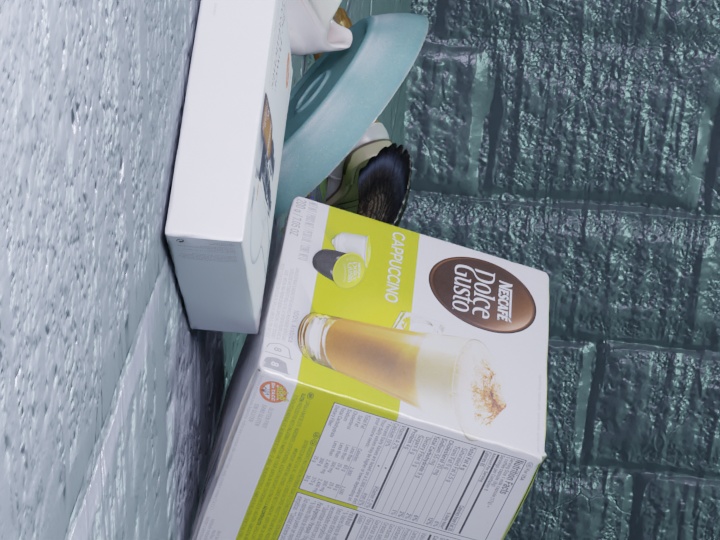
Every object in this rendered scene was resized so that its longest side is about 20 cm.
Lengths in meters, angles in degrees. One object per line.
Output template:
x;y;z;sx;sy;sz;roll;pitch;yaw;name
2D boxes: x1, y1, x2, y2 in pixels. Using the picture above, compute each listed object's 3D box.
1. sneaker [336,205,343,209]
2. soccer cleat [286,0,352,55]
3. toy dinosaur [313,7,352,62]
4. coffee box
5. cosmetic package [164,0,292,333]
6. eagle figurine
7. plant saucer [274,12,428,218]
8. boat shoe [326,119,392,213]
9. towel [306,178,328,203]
-0.005;-0.016;1.915;0.200;0.071;0.098;-24;116;-87;sneaker
-0.040;-0.240;1.387;0.200;0.077;0.069;90;6;-48;soccer cleat
-0.021;-0.223;1.839;0.200;0.060;0.107;22;72;-86;toy dinosaur
0.009;0.104;1.330;0.200;0.197;0.200;-81;-170;-53;coffee box
-0.080;-0.080;1.214;0.151;0.051;0.201;93;3;-67;cosmetic package
-0.005;-0.006;1.719;0.151;0.200;0.152;58;-34;-2;eagle figurine
-0.025;-0.128;1.471;0.200;0.036;0.200;-47;-165;17;plant saucer
-0.010;-0.112;1.997;0.069;0.075;0.200;68;-21;15;boat shoe
-0.054;-0.026;1.874;0.144;0.023;0.201;79;16;-74;towel
